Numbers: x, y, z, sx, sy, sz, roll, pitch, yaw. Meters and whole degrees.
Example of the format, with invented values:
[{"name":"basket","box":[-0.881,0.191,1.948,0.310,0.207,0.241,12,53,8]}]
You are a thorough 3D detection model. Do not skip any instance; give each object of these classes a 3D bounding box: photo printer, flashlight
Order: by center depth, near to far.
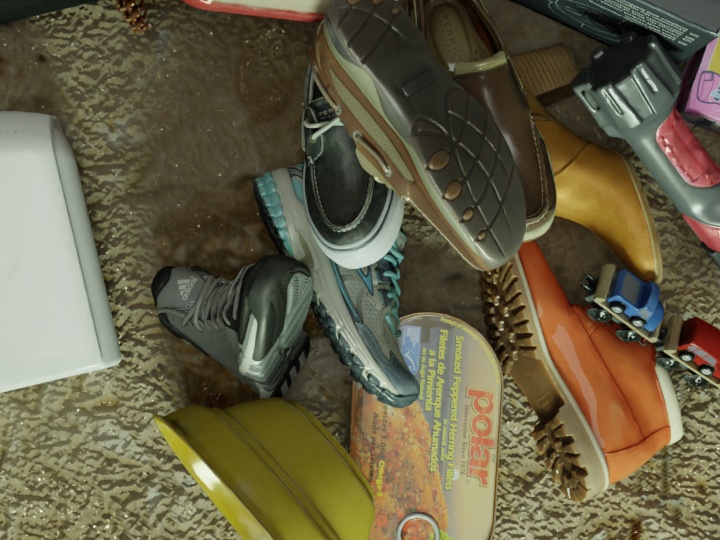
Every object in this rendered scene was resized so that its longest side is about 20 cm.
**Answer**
[{"name":"flashlight","box":[0.229,-0.079,1.051,0.200,0.068,0.068,48,68,-33]},{"name":"photo printer","box":[-0.274,-0.011,1.113,0.165,0.069,0.202,-12,91,2]}]

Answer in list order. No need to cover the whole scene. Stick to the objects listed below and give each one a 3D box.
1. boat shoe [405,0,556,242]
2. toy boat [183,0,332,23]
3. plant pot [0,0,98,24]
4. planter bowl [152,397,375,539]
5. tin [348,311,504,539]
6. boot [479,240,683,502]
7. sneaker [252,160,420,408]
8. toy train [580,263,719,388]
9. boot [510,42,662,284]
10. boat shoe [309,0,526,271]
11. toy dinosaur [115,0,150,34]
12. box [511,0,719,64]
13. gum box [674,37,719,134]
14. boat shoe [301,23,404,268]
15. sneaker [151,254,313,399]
[{"name":"boat shoe","box":[0.076,-0.117,1.032,0.074,0.075,0.204,-21,68,-7]},{"name":"toy boat","box":[-0.064,-0.225,1.036,0.198,0.130,0.132,2,80,-30]},{"name":"plant pot","box":[-0.259,-0.279,1.014,0.198,0.177,0.202,-5,92,32]},{"name":"planter bowl","box":[-0.049,0.150,1.059,0.083,0.200,0.201,-40,90,-14]},{"name":"tin","box":[0.047,0.130,1.123,0.111,0.042,0.202,5,91,6]},{"name":"boot","box":[0.158,0.053,1.109,0.106,0.075,0.202,-22,84,-18]},{"name":"sneaker","box":[0.000,0.000,1.083,0.086,0.078,0.201,-27,72,-5]},{"name":"toy train","box":[0.234,0.056,1.078,0.199,0.046,0.034,33,60,-20]},{"name":"boot","box":[0.114,-0.058,1.085,0.143,0.071,0.203,-22,73,-7]},{"name":"boat shoe","box":[0.036,-0.086,0.995,0.075,0.072,0.201,-28,84,-35]},{"name":"toy dinosaur","box":[-0.166,-0.279,1.107,0.134,0.102,0.202,-7,110,17]},{"name":"box","box":[0.176,-0.220,1.027,0.147,0.200,0.108,25,91,0]},{"name":"gum box","box":[0.310,-0.187,1.090,0.112,0.066,0.202,20,92,0]},{"name":"boat shoe","box":[-0.015,-0.098,1.057,0.071,0.071,0.202,-13,56,13]},{"name":"sneaker","box":[-0.097,0.026,1.052,0.115,0.200,0.075,29,68,9]}]
